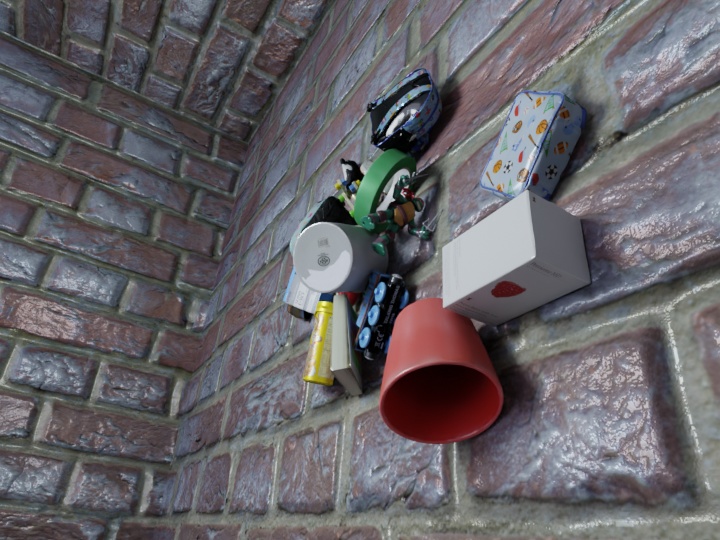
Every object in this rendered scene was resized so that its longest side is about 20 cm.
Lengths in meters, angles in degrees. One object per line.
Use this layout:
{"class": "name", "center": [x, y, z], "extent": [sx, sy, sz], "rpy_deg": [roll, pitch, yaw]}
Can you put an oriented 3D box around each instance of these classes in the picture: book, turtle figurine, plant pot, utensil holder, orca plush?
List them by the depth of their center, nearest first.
{"class": "plant pot", "center": [0.128, 0.156, 0.867], "extent": [0.201, 0.199, 0.178], "rpy_deg": [-52, 20, 33]}
{"class": "turtle figurine", "center": [0.098, -0.127, 1.181], "extent": [0.199, 0.151, 0.101], "rpy_deg": [-35, 4, -24]}
{"class": "utensil holder", "center": [-0.045, -0.027, 1.235], "extent": [0.168, 0.199, 0.173], "rpy_deg": [0, 91, 24]}
{"class": "book", "center": [-0.030, 0.176, 1.236], "extent": [0.047, 0.134, 0.202], "rpy_deg": [-12, 50, 11]}
{"class": "orca plush", "center": [-0.017, -0.309, 1.614], "extent": [0.070, 0.106, 0.200], "rpy_deg": [-21, 13, 9]}

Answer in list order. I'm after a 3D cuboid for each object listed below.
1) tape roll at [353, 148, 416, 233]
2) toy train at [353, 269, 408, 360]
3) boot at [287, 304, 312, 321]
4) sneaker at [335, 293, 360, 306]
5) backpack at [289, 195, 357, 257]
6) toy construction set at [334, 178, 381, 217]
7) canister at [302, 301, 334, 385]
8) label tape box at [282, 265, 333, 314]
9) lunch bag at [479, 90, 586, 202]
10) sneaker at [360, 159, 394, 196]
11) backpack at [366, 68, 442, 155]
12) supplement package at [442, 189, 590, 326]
{"class": "tape roll", "center": [0.061, -0.188, 1.242], "extent": [0.048, 0.200, 0.202], "rpy_deg": [31, 104, 21]}
{"class": "toy train", "center": [0.043, 0.099, 1.182], "extent": [0.203, 0.086, 0.114], "rpy_deg": [-71, 21, 5]}
{"class": "boot", "center": [-0.164, 0.065, 1.669], "extent": [0.097, 0.074, 0.203], "rpy_deg": [28, 100, 49]}
{"class": "sneaker", "center": [0.000, 0.000, 1.352], "extent": [0.115, 0.077, 0.203], "rpy_deg": [-10, 64, 63]}
{"class": "backpack", "center": [-0.103, -0.084, 1.457], "extent": [0.153, 0.176, 0.201], "rpy_deg": [-17, 34, 55]}
{"class": "toy construction set", "center": [0.006, -0.171, 1.382], "extent": [0.092, 0.200, 0.132], "rpy_deg": [-39, 76, 14]}
{"class": "canister", "center": [-0.094, 0.195, 1.359], "extent": [0.149, 0.085, 0.203], "rpy_deg": [122, 159, -75]}
{"class": "label tape box", "center": [-0.168, 0.046, 1.584], "extent": [0.198, 0.066, 0.145], "rpy_deg": [16, 86, 37]}
{"class": "lunch bag", "center": [0.297, -0.216, 0.908], "extent": [0.202, 0.075, 0.160], "rpy_deg": [-66, 23, 11]}
{"class": "sneaker", "center": [0.069, -0.275, 1.432], "extent": [0.092, 0.075, 0.200], "rpy_deg": [-54, 36, 15]}
{"class": "backpack", "center": [0.126, -0.398, 1.316], "extent": [0.199, 0.134, 0.184], "rpy_deg": [-36, 41, 31]}
{"class": "supplement package", "center": [0.237, -0.010, 0.821], "extent": [0.200, 0.120, 0.121], "rpy_deg": [-38, 39, 49]}
